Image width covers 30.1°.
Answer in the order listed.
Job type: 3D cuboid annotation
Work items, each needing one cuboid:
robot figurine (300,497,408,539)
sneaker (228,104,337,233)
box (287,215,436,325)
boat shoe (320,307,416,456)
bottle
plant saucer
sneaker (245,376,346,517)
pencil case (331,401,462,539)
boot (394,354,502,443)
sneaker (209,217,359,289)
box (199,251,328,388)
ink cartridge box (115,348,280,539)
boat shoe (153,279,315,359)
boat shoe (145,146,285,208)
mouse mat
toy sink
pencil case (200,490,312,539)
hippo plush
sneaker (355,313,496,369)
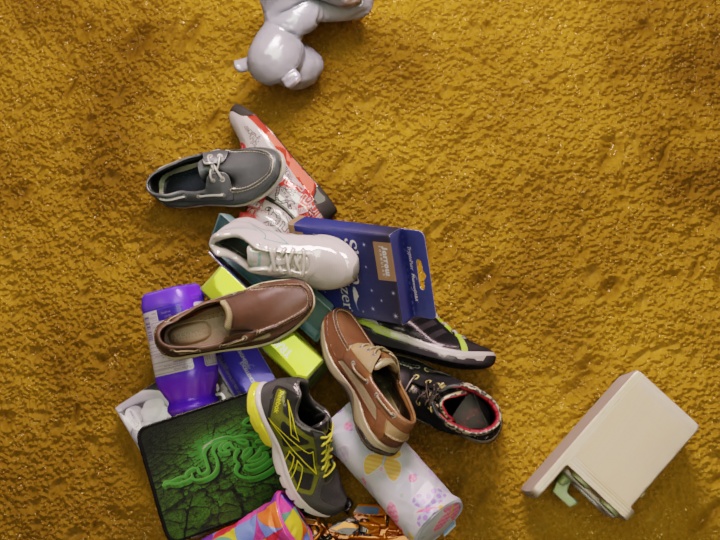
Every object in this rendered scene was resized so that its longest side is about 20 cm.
[{"bbox_3d":[-0.011,0.353,1.695,0.198,0.058,0.147,4,79,3],"label":"robot figurine"},{"bbox_3d":[-0.133,-0.117,1.765,0.108,0.067,0.202,-41,85,-6],"label":"sneaker"},{"bbox_3d":[0.000,0.000,1.682,0.199,0.032,0.122,7,117,37],"label":"box"},{"bbox_3d":[0.017,0.127,1.641,0.074,0.075,0.201,-45,57,32],"label":"boat shoe"},{"bbox_3d":[-0.220,0.121,1.687,0.083,0.065,0.202,-14,86,35],"label":"bottle"},{"bbox_3d":[-0.115,0.006,1.745,0.200,0.070,0.019,40,48,12],"label":"plant saucer"},{"bbox_3d":[-0.064,0.217,1.638,0.084,0.075,0.201,-21,111,28],"label":"sneaker"},{"bbox_3d":[0.037,0.250,1.667,0.083,0.091,0.200,-41,63,-8],"label":"pencil case"},{"bbox_3d":[0.087,0.153,1.672,0.202,0.154,0.074,24,83,6],"label":"boot"},{"bbox_3d":[-0.098,-0.014,1.664,0.199,0.080,0.071,12,105,21],"label":"sneaker"},{"bbox_3d":[-0.127,0.066,1.710,0.200,0.122,0.048,43,87,8],"label":"box"},{"bbox_3d":[-0.183,0.210,1.733,0.199,0.043,0.199,-32,81,-4],"label":"ink cartridge box"},{"bbox_3d":[-0.151,0.061,1.611,0.201,0.075,0.075,-21,81,-2],"label":"boat shoe"},{"bbox_3d":[-0.189,-0.120,1.731,0.198,0.062,0.074,-9,79,29],"label":"boat shoe"},{"bbox_3d":[-0.166,0.239,1.671,0.198,0.008,0.162,-18,107,-13],"label":"mouse mat"},{"bbox_3d":[0.309,0.237,1.664,0.112,0.130,0.200,42,85,7],"label":"toy sink"},{"bbox_3d":[-0.155,0.351,1.661,0.199,0.088,0.089,-31,81,16],"label":"pencil case"},{"bbox_3d":[-0.076,-0.314,1.739,0.158,0.200,0.162,11,90,26],"label":"hippo plush"},{"bbox_3d":[0.083,0.070,1.726,0.198,0.072,0.084,15,81,5],"label":"sneaker"}]
